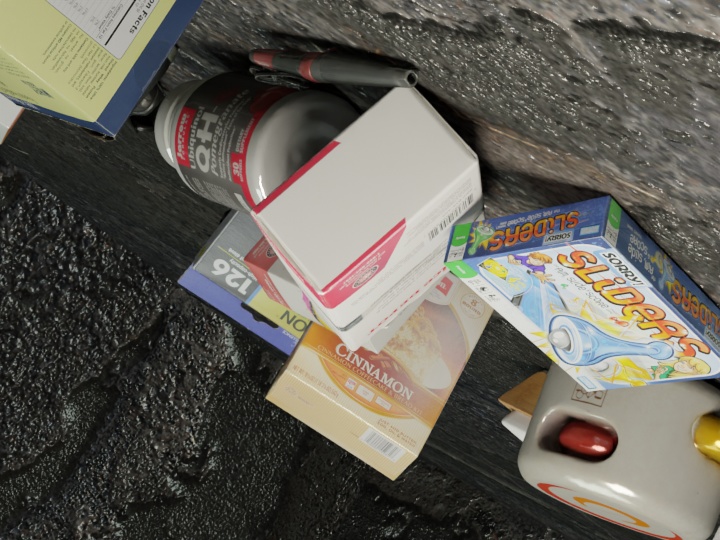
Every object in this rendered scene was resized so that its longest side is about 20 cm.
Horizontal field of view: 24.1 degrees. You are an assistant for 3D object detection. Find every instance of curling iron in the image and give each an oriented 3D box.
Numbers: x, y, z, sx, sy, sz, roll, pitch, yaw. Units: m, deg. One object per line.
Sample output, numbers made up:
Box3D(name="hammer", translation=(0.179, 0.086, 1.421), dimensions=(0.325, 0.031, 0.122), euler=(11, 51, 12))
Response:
Box3D(name="curling iron", translation=(-0.019, -0.144, 1.194), dimensions=(0.049, 0.026, 0.200), euler=(13, 179, -33))

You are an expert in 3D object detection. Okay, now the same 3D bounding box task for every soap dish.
Box3D(name="soap dish", translation=(0.268, 0.198, 1.888), dimensions=(0.200, 0.082, 0.157), euler=(38, 170, -36))

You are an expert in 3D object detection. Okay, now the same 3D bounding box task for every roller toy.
Box3D(name="roller toy", translation=(0.242, 0.148, 1.489), dimensions=(0.181, 0.141, 0.200), euler=(22, 170, -1))

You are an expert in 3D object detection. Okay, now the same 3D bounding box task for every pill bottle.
Box3D(name="pill bottle", translation=(-0.087, -0.103, 1.372), dimensions=(0.111, 0.111, 0.200), euler=(38, 170, -35))

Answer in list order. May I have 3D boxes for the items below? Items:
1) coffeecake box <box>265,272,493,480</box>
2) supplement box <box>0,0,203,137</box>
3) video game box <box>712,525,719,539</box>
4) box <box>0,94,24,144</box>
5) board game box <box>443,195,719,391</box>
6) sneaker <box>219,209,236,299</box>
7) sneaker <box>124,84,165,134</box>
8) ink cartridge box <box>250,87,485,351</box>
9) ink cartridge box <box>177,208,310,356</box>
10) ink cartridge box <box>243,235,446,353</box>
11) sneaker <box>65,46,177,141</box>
Box3D(name="coffeecake box", translation=(0.023, 0.078, 1.670), dimensions=(0.153, 0.201, 0.073), euler=(32, 147, -3))
Box3D(name="supplement box", translation=(-0.256, -0.220, 1.242), dimensions=(0.200, 0.135, 0.200), euler=(39, 170, -34))
Box3D(name="video game box", translation=(0.302, 0.130, 0.954), dimensions=(0.182, 0.201, 0.047), euler=(36, 167, -25))
Box3D(name="box", translation=(-0.381, -0.217, 1.773), dimensions=(0.097, 0.125, 0.200), euler=(34, 172, -12))
Box3D(name="board game box", translation=(0.171, 0.022, 1.212), dimensions=(0.135, 0.035, 0.200), euler=(-11, 143, 40))
Box3D(name="sneaker", translation=(-0.096, -0.038, 1.953), dimensions=(0.076, 0.112, 0.199), euler=(10, -165, 34))
Box3D(name="sneaker", translation=(-0.246, -0.173, 1.709), dimensions=(0.099, 0.070, 0.200), euler=(32, 173, -14))
Box3D(name="ink cartridge box", translation=(0.013, -0.034, 1.227), dimensions=(0.084, 0.145, 0.200), euler=(48, 176, 14))
Box3D(name="ink cartridge box", translation=(-0.076, 0.015, 1.825), dimensions=(0.197, 0.200, 0.047), euler=(33, -146, -11))
Box3D(name="ink cartridge box", translation=(0.000, 0.000, 1.590), dimensions=(0.199, 0.117, 0.068), euler=(26, 157, 42))
Box3D(name="sneaker", translation=(-0.262, -0.191, 1.530), dimensions=(0.199, 0.107, 0.075), euler=(25, 169, 43))
